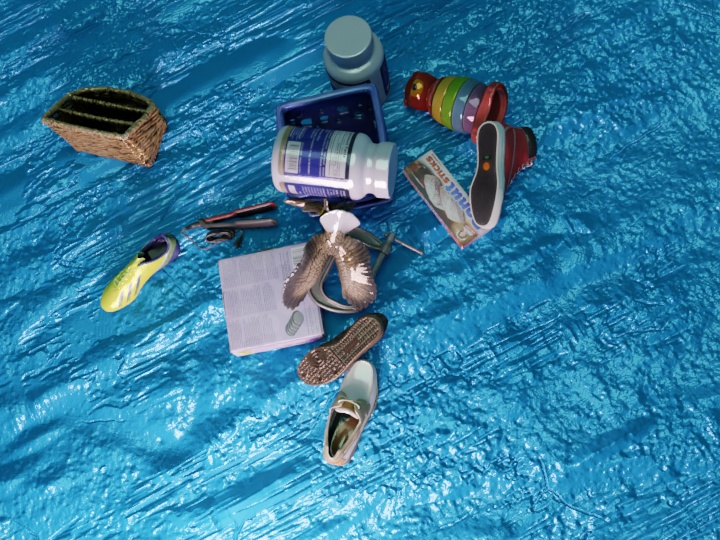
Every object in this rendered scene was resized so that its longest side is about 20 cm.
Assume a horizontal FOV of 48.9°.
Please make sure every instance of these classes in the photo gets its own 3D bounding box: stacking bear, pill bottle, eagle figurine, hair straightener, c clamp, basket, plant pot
[{"bbox_3d":[0.177,-0.333,1.553,0.200,0.114,0.122,25,106,25],"label":"stacking bear"},{"bbox_3d":[-0.042,-0.181,1.349,0.200,0.116,0.116,8,76,10],"label":"pill bottle"},{"bbox_3d":[-0.009,-0.404,1.550,0.120,0.200,0.120,-2,74,7],"label":"pill bottle"},{"bbox_3d":[-0.052,-0.025,1.407,0.152,0.151,0.200,2,89,34],"label":"eagle figurine"},{"bbox_3d":[-0.261,-0.083,1.580,0.200,0.041,0.077,-9,73,5],"label":"hair straightener"},{"bbox_3d":[0.000,0.000,1.499,0.171,0.027,0.200,32,77,0],"label":"c clamp"},{"bbox_3d":[-0.517,-0.318,1.628,0.200,0.149,0.143,14,77,13],"label":"basket"},{"bbox_3d":[-0.040,-0.214,1.512,0.200,0.180,0.200,-11,74,5],"label":"plant pot"}]

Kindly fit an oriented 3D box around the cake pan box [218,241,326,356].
[{"bbox_3d":[-0.171,0.051,1.525,0.184,0.052,0.200,-12,73,2],"label":"cake pan box"}]

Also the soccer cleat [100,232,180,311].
[{"bbox_3d":[-0.443,-0.001,1.561,0.200,0.084,0.065,-43,73,-5],"label":"soccer cleat"}]

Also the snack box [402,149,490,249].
[{"bbox_3d":[0.168,-0.140,1.542,0.072,0.024,0.200,-34,73,-5],"label":"snack box"}]

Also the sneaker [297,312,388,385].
[{"bbox_3d":[-0.026,0.148,1.474,0.200,0.076,0.070,-35,82,20],"label":"sneaker"}]

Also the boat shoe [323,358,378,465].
[{"bbox_3d":[-0.016,0.255,1.435,0.075,0.068,0.200,12,76,11],"label":"boat shoe"}]

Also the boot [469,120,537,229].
[{"bbox_3d":[0.281,-0.177,1.503,0.072,0.144,0.200,14,101,48],"label":"boot"}]
